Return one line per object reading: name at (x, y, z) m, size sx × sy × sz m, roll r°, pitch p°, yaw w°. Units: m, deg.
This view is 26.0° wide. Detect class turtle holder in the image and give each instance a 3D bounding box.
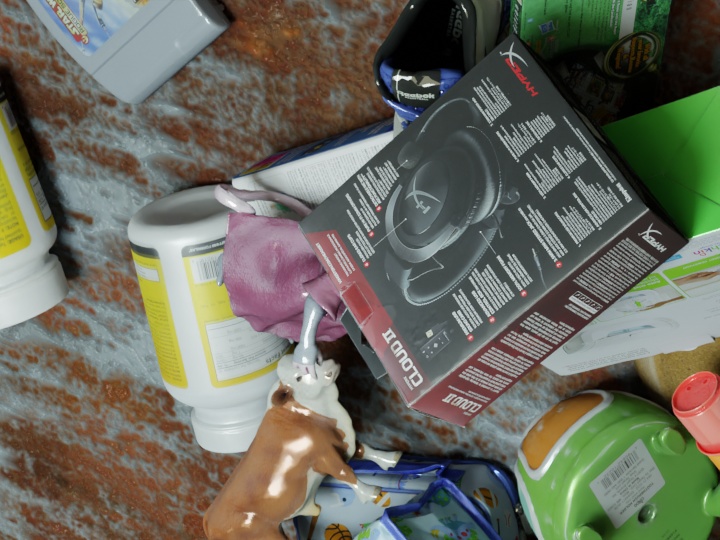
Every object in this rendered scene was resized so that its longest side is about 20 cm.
turtle holder at (0.196, 0.164, 1.156) m, size 0.132 × 0.185 × 0.141 m, roll 34°, pitch 101°, yaw 56°

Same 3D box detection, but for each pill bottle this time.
pill bottle at (-0.114, 0.040, 1.259) m, size 0.112 × 0.112 × 0.201 m, roll 1°, pitch 114°, yaw 27°
pill bottle at (-0.326, -0.056, 1.320) m, size 0.114 × 0.114 × 0.201 m, roll -9°, pitch 109°, yaw 30°

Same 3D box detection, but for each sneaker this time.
sneaker at (0.045, -0.113, 1.014) m, size 0.080 × 0.115 × 0.200 m, roll 16°, pitch 121°, yaw 17°

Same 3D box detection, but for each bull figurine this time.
bull figurine at (-0.046, 0.156, 1.231) m, size 0.121 × 0.065 × 0.200 m, roll 33°, pitch 113°, yaw 2°

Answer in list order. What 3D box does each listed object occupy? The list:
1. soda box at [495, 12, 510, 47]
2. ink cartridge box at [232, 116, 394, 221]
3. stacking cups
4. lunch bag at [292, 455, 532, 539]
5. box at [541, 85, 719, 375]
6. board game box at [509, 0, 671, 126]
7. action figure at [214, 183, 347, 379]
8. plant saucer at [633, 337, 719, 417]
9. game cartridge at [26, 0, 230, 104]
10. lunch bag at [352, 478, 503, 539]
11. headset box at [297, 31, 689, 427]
soda box at (0.132, -0.183, 1.049) m, size 0.064 × 0.068 × 0.200 m, roll 46°, pitch 125°, yaw 1°
ink cartridge box at (0.022, -0.041, 1.170) m, size 0.199 × 0.076 × 0.137 m, roll -13°, pitch 106°, yaw 34°
stacking cups at (0.288, 0.151, 1.092) m, size 0.060 × 0.061 × 0.200 m, roll -26°, pitch 122°, yaw 34°
lunch bag at (0.044, 0.225, 1.291) m, size 0.199 × 0.076 × 0.161 m, roll 0°, pitch 109°, yaw 27°
box at (0.180, -0.014, 1.019) m, size 0.199 × 0.176 × 0.097 m, roll -18°, pitch 64°, yaw 27°
board game box at (0.146, -0.140, 1.007) m, size 0.104 × 0.024 × 0.200 m, roll -12°, pitch 143°, yaw -7°
action figure at (0.000, 0.000, 1.090) m, size 0.200 × 0.134 × 0.150 m, roll -11°, pitch 81°, yaw 48°
plant saucer at (0.283, 0.061, 1.109) m, size 0.199 × 0.035 × 0.201 m, roll 11°, pitch 118°, yaw 22°
game cartridge at (-0.204, -0.235, 1.219) m, size 0.133 × 0.042 × 0.200 m, roll -35°, pitch 95°, yaw 31°
lunch bag at (0.058, 0.290, 1.190) m, size 0.200 × 0.127 × 0.170 m, roll 50°, pitch 122°, yaw 16°
headset box at (0.068, -0.016, 0.934) m, size 0.200 × 0.077 × 0.149 m, roll -42°, pitch 58°, yaw 15°
